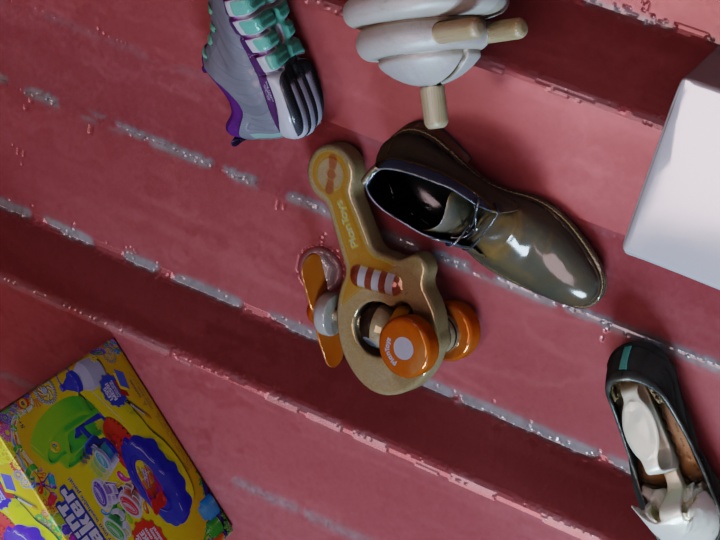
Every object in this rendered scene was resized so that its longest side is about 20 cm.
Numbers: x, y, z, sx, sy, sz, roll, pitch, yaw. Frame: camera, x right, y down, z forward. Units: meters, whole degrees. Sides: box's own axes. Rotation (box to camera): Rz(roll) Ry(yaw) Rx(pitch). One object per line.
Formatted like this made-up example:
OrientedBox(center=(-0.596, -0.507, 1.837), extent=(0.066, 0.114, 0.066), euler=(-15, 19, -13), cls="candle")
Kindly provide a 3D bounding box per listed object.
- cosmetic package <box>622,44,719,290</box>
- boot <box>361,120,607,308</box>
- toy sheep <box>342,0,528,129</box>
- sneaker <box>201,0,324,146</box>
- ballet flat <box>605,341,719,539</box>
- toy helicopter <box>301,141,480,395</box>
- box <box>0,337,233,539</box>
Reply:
OrientedBox(center=(0.297, -0.054, 1.053), extent=(0.198, 0.200, 0.124), euler=(23, 115, 15), cls="cosmetic package")
OrientedBox(center=(0.086, -0.027, 1.214), extent=(0.199, 0.097, 0.075), euler=(37, 118, 9), cls="boot")
OrientedBox(center=(0.046, -0.200, 1.155), extent=(0.137, 0.138, 0.202), euler=(-2, 90, 24), cls="toy sheep")
OrientedBox(center=(-0.099, -0.190, 1.257), extent=(0.087, 0.074, 0.202), euler=(-9, 104, 31), cls="sneaker")
OrientedBox(center=(0.225, 0.152, 1.229), extent=(0.068, 0.068, 0.201), euler=(-21, 98, 28), cls="ballet flat")
OrientedBox(center=(0.000, 0.000, 1.289), extent=(0.132, 0.079, 0.202), euler=(-20, 88, 37), cls="toy helicopter")
OrientedBox(center=(-0.241, 0.197, 1.381), extent=(0.121, 0.193, 0.201), euler=(-30, 94, 29), cls="box")
